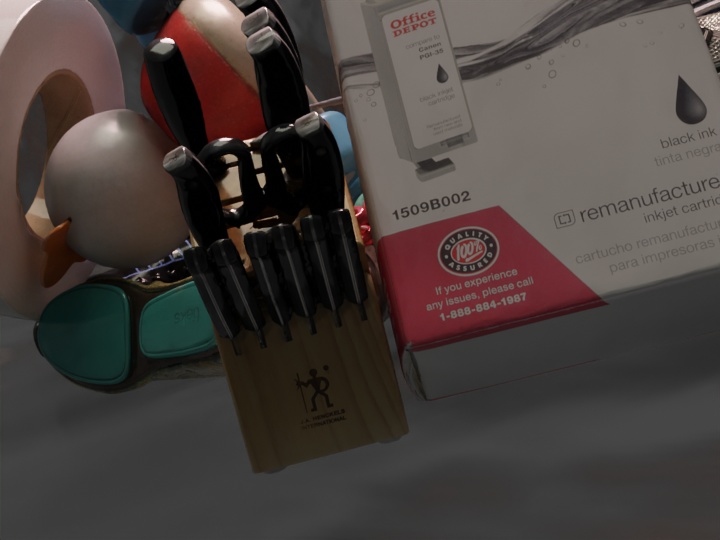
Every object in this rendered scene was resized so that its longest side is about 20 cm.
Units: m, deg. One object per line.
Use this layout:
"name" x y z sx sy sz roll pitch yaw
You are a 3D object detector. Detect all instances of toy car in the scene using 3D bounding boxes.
"toy car" -0.121 -0.064 0.741 0.200 0.184 0.177 -42 -6 1

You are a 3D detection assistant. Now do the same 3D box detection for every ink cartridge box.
"ink cartridge box" 0.067 -0.064 0.502 0.146 0.201 0.083 -14 -22 4

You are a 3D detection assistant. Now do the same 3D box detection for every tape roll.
"tape roll" -0.201 -0.071 0.743 0.037 0.204 0.203 8 13 11

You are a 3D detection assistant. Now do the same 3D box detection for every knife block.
"knife block" -0.034 -0.019 0.488 0.064 0.177 0.200 -13 8 -1

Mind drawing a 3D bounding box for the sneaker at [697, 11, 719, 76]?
"sneaker" 0.164 -0.134 0.722 0.199 0.086 0.078 -14 15 -20

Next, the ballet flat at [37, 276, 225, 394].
"ballet flat" -0.110 0.036 0.692 0.199 0.071 0.071 -9 9 45

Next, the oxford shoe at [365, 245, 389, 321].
"oxford shoe" 0.000 0.000 0.692 0.072 0.072 0.200 -11 7 -7

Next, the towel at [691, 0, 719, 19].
"towel" 0.288 -0.168 0.833 0.146 0.024 0.200 -22 -20 23

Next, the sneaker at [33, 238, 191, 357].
"sneaker" -0.126 0.019 0.817 0.199 0.071 0.078 -20 9 14

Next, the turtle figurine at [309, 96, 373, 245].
"turtle figurine" 0.069 -0.040 0.621 0.199 0.101 0.150 6 -6 19
